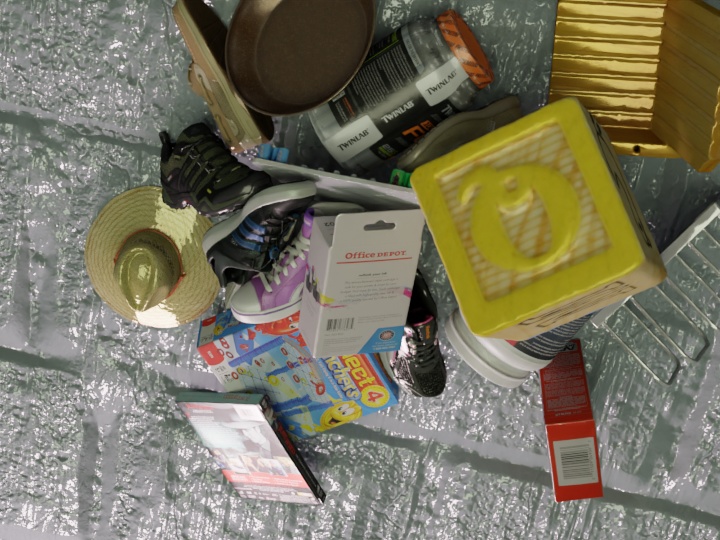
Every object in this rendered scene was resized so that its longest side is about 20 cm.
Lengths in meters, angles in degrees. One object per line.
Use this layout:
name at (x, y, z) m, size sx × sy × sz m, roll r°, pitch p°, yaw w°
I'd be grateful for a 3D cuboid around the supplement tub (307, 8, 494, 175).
supplement tub at (0.047, -0.208, 1.476) m, size 0.199 × 0.123 × 0.123 m, roll -31°, pitch 107°, yaw 19°

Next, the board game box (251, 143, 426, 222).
board game box at (-0.001, -0.097, 1.478) m, size 0.199 × 0.200 × 0.026 m, roll 12°, pitch 84°, yaw 18°

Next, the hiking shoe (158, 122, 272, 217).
hiking shoe at (-0.184, -0.123, 1.526) m, size 0.199 × 0.076 × 0.101 m, roll 6°, pitch 116°, yaw 46°

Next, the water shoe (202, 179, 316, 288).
water shoe at (-0.107, -0.040, 1.473) m, size 0.200 × 0.071 × 0.079 m, roll -30°, pitch 77°, yaw 48°

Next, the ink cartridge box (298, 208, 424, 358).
ink cartridge box at (0.000, 0.000, 1.493) m, size 0.114 × 0.068 × 0.201 m, roll -4°, pitch 125°, yaw -21°

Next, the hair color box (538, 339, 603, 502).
hair color box at (0.257, 0.182, 1.578) m, size 0.063 × 0.200 × 0.112 m, roll -7°, pitch 113°, yaw 9°

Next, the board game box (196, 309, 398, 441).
board game box at (-0.078, 0.119, 1.649) m, size 0.195 × 0.056 × 0.201 m, roll -22°, pitch 122°, yaw 16°

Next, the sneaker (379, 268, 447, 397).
sneaker at (0.065, 0.076, 1.603) m, size 0.080 × 0.086 × 0.201 m, roll -30°, pitch 112°, yaw -18°

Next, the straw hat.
straw hat at (-0.274, 0.001, 1.628) m, size 0.199 × 0.085 × 0.202 m, roll 2°, pitch 114°, yaw 5°

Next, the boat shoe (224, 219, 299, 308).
boat shoe at (-0.124, -0.025, 1.602) m, size 0.060 × 0.074 × 0.201 m, roll 10°, pitch 128°, yaw -19°

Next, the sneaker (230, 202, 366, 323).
sneaker at (-0.077, -0.020, 1.535) m, size 0.199 × 0.073 × 0.115 m, roll -26°, pitch 133°, yaw -6°

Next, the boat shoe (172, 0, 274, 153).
boat shoe at (-0.177, -0.231, 1.521) m, size 0.064 × 0.071 × 0.201 m, roll -20°, pitch 109°, yaw 23°

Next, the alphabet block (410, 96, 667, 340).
alphabet block at (0.194, -0.046, 1.363) m, size 0.195 × 0.200 × 0.196 m, roll -26°, pitch 78°, yaw 16°

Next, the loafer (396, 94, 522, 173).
loafer at (0.125, -0.143, 1.457) m, size 0.076 × 0.199 × 0.069 m, roll -33°, pitch 86°, yaw 53°

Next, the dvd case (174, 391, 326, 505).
dvd case at (-0.145, 0.237, 1.697) m, size 0.145 × 0.022 × 0.201 m, roll -2°, pitch 132°, yaw 34°

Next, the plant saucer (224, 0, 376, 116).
plant saucer at (-0.064, -0.266, 1.462) m, size 0.199 × 0.037 × 0.202 m, roll -9°, pitch 71°, yaw 27°

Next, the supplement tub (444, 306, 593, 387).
supplement tub at (0.209, 0.030, 1.551) m, size 0.140 × 0.141 × 0.200 m, roll 35°, pitch 113°, yaw -9°

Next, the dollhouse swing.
dollhouse swing at (0.305, -0.215, 1.412) m, size 0.180 × 0.176 × 0.201 m, roll 4°, pitch 115°, yaw 5°

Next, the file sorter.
file sorter at (0.395, 0.024, 1.506) m, size 0.125 × 0.139 × 0.200 m, roll 47°, pitch 113°, yaw 9°
